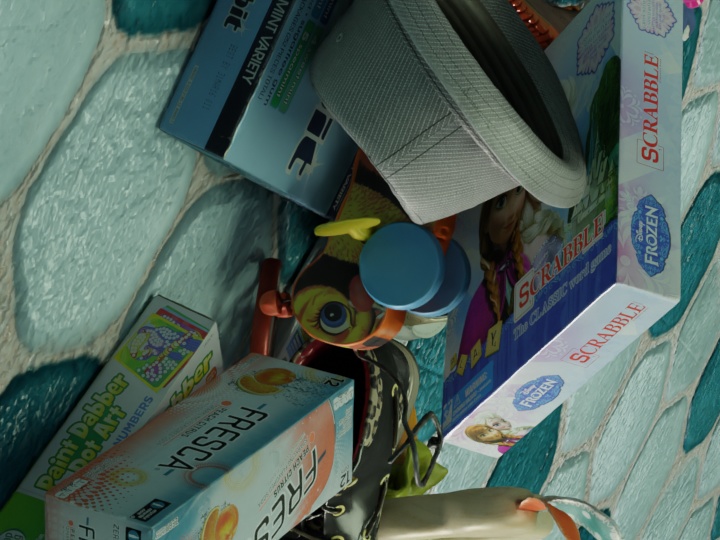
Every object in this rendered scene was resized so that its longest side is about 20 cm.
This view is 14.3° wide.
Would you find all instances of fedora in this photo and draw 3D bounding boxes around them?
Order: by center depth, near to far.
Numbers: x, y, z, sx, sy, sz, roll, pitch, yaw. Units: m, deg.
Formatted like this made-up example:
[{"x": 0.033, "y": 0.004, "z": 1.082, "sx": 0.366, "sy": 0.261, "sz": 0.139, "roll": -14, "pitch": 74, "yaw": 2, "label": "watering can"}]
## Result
[{"x": 0.035, "y": -0.092, "z": 1.458, "sx": 0.090, "sy": 0.177, "sz": 0.200, "roll": -35, "pitch": -157, "yaw": 14, "label": "fedora"}]

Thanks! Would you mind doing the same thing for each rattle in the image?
[{"x": 0.078, "y": 0.112, "z": 1.778, "sx": 0.200, "sy": 0.130, "sz": 0.144, "roll": -26, "pitch": -131, "yaw": 60, "label": "rattle"}]

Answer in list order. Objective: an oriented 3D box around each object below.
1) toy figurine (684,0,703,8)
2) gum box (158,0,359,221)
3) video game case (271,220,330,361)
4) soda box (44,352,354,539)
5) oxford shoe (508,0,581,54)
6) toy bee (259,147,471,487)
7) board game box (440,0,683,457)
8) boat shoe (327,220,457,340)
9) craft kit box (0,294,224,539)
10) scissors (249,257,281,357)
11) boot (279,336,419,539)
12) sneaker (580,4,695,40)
[{"x": 0.167, "y": -0.240, "z": 1.699, "sx": 0.149, "sy": 0.201, "sz": 0.184, "roll": -24, "pitch": 151, "yaw": -7, "label": "toy figurine"}, {"x": -0.021, "y": -0.125, "z": 1.523, "sx": 0.171, "sy": 0.044, "sz": 0.200, "roll": -65, "pitch": 161, "yaw": 0, "label": "gum box"}, {"x": -0.033, "y": 0.057, "z": 1.745, "sx": 0.201, "sy": 0.018, "sz": 0.143, "roll": -60, "pitch": 160, "yaw": -18, "label": "video game case"}, {"x": -0.079, "y": 0.111, "z": 1.466, "sx": 0.200, "sy": 0.068, "sz": 0.064, "roll": -34, "pitch": 132, "yaw": -53, "label": "soda box"}, {"x": 0.103, "y": -0.127, "z": 1.662, "sx": 0.200, "sy": 0.071, "sz": 0.073, "roll": 46, "pitch": 41, "yaw": -49, "label": "oxford shoe"}, {"x": 0.000, "y": 0.000, "z": 1.558, "sx": 0.131, "sy": 0.108, "sz": 0.201, "roll": 63, "pitch": 39, "yaw": -61, "label": "toy bee"}, {"x": 0.108, "y": -0.030, "z": 1.558, "sx": 0.200, "sy": 0.041, "sz": 0.201, "roll": 133, "pitch": -32, "yaw": -51, "label": "board game box"}, {"x": 0.035, "y": 0.004, "z": 1.733, "sx": 0.075, "sy": 0.068, "sz": 0.200, "roll": -64, "pitch": 161, "yaw": -9, "label": "boat shoe"}, {"x": -0.135, "y": 0.147, "z": 1.539, "sx": 0.200, "sy": 0.048, "sz": 0.198, "roll": -56, "pitch": 156, "yaw": -29, "label": "craft kit box"}, {"x": -0.063, "y": 0.081, "z": 1.587, "sx": 0.073, "sy": 0.014, "sz": 0.201, "roll": 98, "pitch": 2, "yaw": -47, "label": "scissors"}, {"x": -0.023, "y": 0.127, "z": 1.688, "sx": 0.151, "sy": 0.073, "sz": 0.201, "roll": 43, "pitch": 67, "yaw": -78, "label": "boot"}, {"x": 0.185, "y": -0.138, "z": 1.972, "sx": 0.075, "sy": 0.088, "sz": 0.200, "roll": -39, "pitch": 173, "yaw": 34, "label": "sneaker"}]
